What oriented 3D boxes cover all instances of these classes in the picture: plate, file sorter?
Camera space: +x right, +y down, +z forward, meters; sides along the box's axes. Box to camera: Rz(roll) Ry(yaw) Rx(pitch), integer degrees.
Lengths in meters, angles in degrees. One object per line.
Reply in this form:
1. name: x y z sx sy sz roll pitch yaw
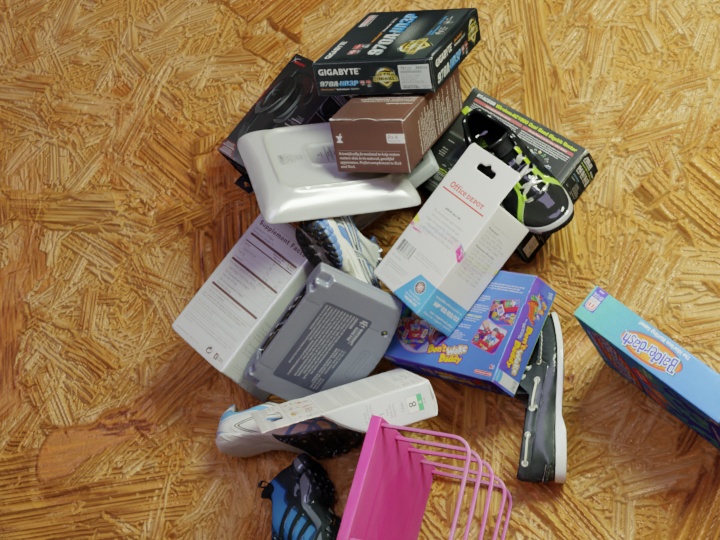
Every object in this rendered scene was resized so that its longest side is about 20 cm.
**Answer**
1. plate: -0.043 -0.135 1.573 0.197 0.033 0.201 -8 38 -13
2. file sorter: 0.081 0.265 1.378 0.124 0.200 0.141 8 69 25

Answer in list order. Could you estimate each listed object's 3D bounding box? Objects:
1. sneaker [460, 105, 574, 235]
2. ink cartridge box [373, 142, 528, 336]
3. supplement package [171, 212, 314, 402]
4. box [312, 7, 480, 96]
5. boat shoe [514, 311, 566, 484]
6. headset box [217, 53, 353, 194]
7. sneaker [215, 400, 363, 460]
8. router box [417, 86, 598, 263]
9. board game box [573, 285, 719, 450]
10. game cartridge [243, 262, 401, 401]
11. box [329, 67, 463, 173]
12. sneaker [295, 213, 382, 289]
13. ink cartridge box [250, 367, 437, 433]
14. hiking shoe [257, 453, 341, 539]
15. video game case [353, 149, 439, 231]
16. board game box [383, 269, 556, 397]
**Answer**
1. sneaker: 0.177 -0.123 1.511 0.072 0.083 0.200 -41 56 3
2. ink cartridge box: 0.119 -0.038 1.497 0.201 0.068 0.115 -53 38 5
3. supplement package: -0.125 0.045 1.632 0.117 0.117 0.201 35 84 36
4. box: 0.050 -0.277 1.583 0.157 0.047 0.200 2 29 24
5. boat shoe: 0.205 0.144 1.445 0.059 0.076 0.203 -1 64 6
6. headset box: -0.097 -0.187 1.734 0.201 0.077 0.149 -50 37 -4
7. sneaker: -0.089 0.195 1.574 0.197 0.072 0.073 -2 55 21
8. router box: 0.179 -0.124 1.599 0.199 0.062 0.150 36 85 34
9. board game box: 0.332 0.114 1.356 0.045 0.152 0.200 -48 55 -3
10. game cartridge: -0.040 0.087 1.533 0.201 0.132 0.041 -52 20 32
11. box: 0.049 -0.193 1.552 0.099 0.076 0.200 4 29 25
12. sneaker: 0.000 0.000 1.566 0.076 0.202 0.085 1 36 43
13. ink cartridge box: -0.022 0.167 1.463 0.197 0.161 0.051 -18 94 -9
14. hiking shoe: -0.061 0.322 1.503 0.086 0.074 0.201 -35 46 16
15. video game case: 0.006 -0.139 1.670 0.181 0.022 0.201 -37 38 15
16. board game box: 0.125 0.064 1.507 0.199 0.045 0.136 10 70 50
